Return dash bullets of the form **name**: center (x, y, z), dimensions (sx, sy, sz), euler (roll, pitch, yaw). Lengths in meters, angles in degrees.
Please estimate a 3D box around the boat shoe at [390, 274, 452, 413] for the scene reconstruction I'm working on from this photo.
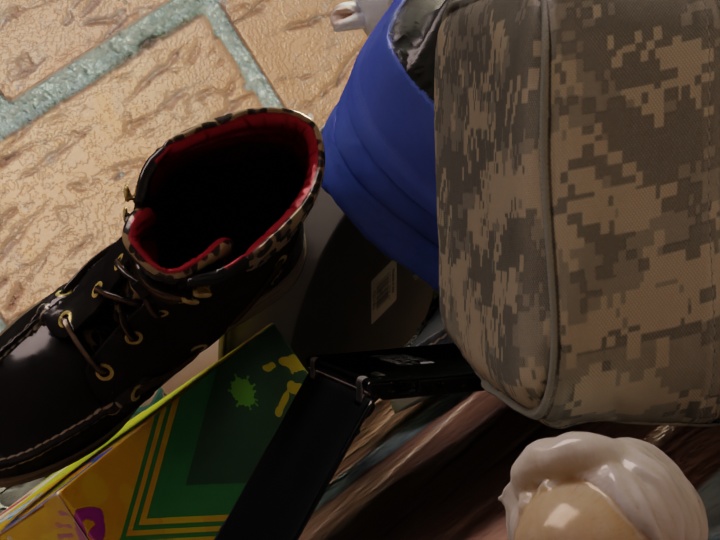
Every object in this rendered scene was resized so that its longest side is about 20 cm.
- **boat shoe**: center (0.069, 0.004, 1.037), dimensions (0.200, 0.062, 0.075), euler (-38, 9, -38)

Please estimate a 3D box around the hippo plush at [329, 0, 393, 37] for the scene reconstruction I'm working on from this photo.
- **hippo plush**: center (0.080, -0.153, 1.319), dimensions (0.159, 0.161, 0.200), euler (-36, 6, -27)

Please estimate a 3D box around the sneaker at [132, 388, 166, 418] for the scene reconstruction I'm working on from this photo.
- **sneaker**: center (-0.200, 0.115, 1.595), dimensions (0.199, 0.080, 0.078), euler (-33, 5, 13)

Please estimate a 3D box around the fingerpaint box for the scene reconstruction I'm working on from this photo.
- **fingerpaint box**: center (-0.125, 0.128, 0.979), dimensions (0.200, 0.074, 0.167), euler (-34, 3, 43)

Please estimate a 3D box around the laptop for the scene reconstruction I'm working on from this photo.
- **laptop**: center (0.021, 0.092, 0.795), dimensions (0.198, 0.117, 0.187), euler (-5, 1, -8)

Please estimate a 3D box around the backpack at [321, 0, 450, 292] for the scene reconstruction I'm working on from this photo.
- **backpack**: center (0.076, -0.063, 0.919), dimensions (0.200, 0.162, 0.168), euler (-54, -6, -49)

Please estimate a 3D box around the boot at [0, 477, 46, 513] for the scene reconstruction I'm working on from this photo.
- **boot**: center (-0.299, 0.190, 1.357), dimensions (0.198, 0.074, 0.162), euler (-26, -11, -47)

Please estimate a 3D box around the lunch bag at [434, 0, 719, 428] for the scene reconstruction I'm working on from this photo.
- **lunch bag**: center (0.116, -0.029, 0.637), dimensions (0.166, 0.141, 0.200), euler (0, 3, -6)

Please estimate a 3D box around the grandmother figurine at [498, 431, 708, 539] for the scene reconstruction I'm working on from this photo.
- **grandmother figurine**: center (0.020, 0.100, 0.478), dimensions (0.121, 0.061, 0.200), euler (8, 29, 38)

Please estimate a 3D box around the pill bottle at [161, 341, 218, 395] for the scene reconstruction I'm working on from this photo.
- **pill bottle**: center (-0.069, 0.037, 1.362), dimensions (0.104, 0.105, 0.200), euler (-35, 6, -26)

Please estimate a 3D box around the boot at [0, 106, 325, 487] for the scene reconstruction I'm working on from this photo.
- **boot**: center (-0.097, 0.010, 0.878), dimensions (0.199, 0.073, 0.151), euler (-33, -9, -19)

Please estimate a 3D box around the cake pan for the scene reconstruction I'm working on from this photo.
- **cake pan**: center (0.000, 0.000, 1.061), dimensions (0.200, 0.037, 0.201), euler (-44, -30, -34)
